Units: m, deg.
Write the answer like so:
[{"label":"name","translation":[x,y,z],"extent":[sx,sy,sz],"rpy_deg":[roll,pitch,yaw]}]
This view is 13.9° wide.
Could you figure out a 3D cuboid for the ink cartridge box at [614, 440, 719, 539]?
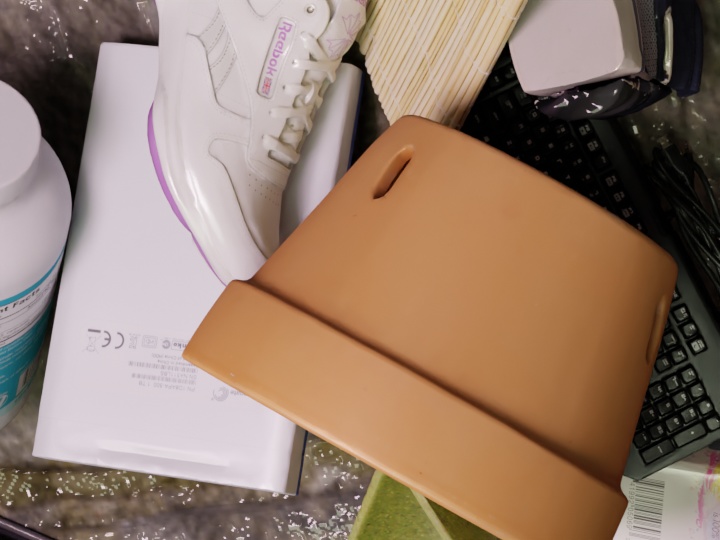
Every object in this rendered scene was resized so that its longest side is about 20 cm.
[{"label":"ink cartridge box","translation":[0.189,0.131,1.385],"extent":[0.200,0.067,0.117],"rpy_deg":[10,117,17]}]

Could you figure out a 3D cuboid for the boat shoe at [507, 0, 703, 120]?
[{"label":"boat shoe","translation":[0.097,-0.159,1.289],"extent":[0.075,0.093,0.200],"rpy_deg":[-11,81,30]}]

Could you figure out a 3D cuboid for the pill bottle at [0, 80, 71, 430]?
[{"label":"pill bottle","translation":[-0.199,-0.007,1.412],"extent":[0.111,0.111,0.200],"rpy_deg":[29,143,7]}]

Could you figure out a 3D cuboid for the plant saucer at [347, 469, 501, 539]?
[{"label":"plant saucer","translation":[0.059,0.207,1.422],"extent":[0.200,0.048,0.200],"rpy_deg":[56,150,25]}]

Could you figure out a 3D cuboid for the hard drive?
[{"label":"hard drive","translation":[-0.076,-0.003,1.387],"extent":[0.132,0.025,0.200],"rpy_deg":[7,84,22]}]

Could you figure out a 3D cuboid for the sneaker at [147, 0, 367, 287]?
[{"label":"sneaker","translation":[-0.045,-0.090,1.334],"extent":[0.100,0.075,0.200],"rpy_deg":[-7,81,15]}]

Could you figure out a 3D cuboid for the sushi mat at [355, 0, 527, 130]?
[{"label":"sushi mat","translation":[0.038,-0.125,1.281],"extent":[0.200,0.012,0.096],"rpy_deg":[117,139,-56]}]

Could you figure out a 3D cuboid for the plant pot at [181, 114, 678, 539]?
[{"label":"plant pot","translation":[0.043,0.025,1.260],"extent":[0.200,0.200,0.140],"rpy_deg":[28,87,7]}]

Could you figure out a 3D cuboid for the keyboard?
[{"label":"keyboard","translation":[0.118,-0.013,1.330],"extent":[0.104,0.040,0.200],"rpy_deg":[-28,90,1]}]

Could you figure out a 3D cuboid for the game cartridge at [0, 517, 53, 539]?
[{"label":"game cartridge","translation":[-0.161,0.210,1.581],"extent":[0.200,0.038,0.130],"rpy_deg":[21,116,11]}]
